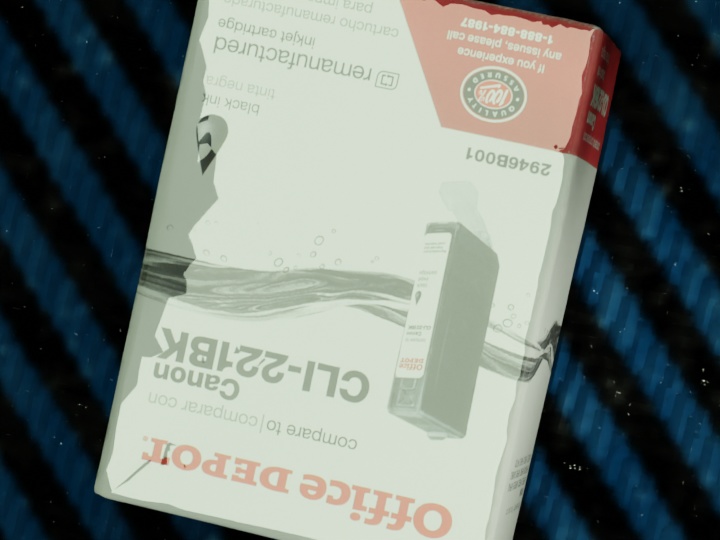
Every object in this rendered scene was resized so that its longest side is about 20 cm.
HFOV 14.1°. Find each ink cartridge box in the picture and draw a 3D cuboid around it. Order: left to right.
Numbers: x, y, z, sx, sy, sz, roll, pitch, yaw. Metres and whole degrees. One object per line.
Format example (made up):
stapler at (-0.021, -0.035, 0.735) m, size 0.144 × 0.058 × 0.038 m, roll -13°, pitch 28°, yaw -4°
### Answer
ink cartridge box at (0.000, 0.000, 1.036) m, size 0.144 × 0.084 × 0.200 m, roll 12°, pitch 92°, yaw 9°
